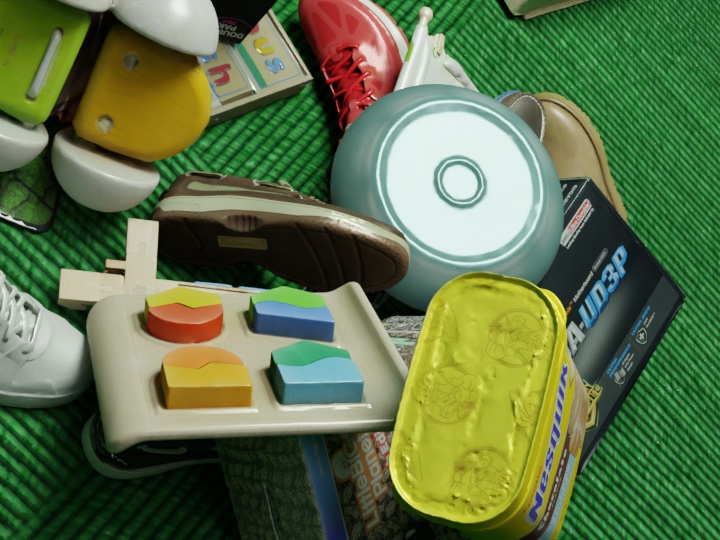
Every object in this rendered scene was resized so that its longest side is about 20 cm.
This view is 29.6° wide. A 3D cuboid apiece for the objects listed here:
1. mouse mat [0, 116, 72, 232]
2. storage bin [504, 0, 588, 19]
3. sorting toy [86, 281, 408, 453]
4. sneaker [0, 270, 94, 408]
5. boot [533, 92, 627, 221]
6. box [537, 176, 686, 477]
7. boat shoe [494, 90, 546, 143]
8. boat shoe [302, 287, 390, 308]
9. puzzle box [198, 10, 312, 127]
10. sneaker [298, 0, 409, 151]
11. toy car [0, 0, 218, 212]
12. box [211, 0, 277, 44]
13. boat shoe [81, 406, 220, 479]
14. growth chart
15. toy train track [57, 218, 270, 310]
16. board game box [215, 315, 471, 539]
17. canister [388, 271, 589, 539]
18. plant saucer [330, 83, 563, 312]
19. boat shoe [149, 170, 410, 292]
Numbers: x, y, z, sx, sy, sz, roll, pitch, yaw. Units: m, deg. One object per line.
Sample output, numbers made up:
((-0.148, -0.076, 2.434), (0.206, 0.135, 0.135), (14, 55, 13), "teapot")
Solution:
((-0.283, -0.137, 1.014), (0.159, 0.008, 0.202), (24, 52, -25), "mouse mat")
((0.197, -0.390, 1.461), (0.197, 0.094, 0.202), (-23, 81, -43), "storage bin")
((-0.076, 0.052, 0.898), (0.197, 0.037, 0.185), (-5, 26, -14), "sorting toy")
((-0.244, 0.021, 0.880), (0.198, 0.115, 0.075), (25, 51, -26), "sneaker")
((0.172, -0.044, 1.246), (0.176, 0.066, 0.200), (55, 45, -18), "boot")
((0.176, 0.048, 1.160), (0.159, 0.046, 0.201), (46, 68, -24), "box")
((0.126, -0.073, 1.167), (0.072, 0.072, 0.202), (32, 65, -24), "boat shoe")
((-0.002, -0.002, 1.106), (0.074, 0.068, 0.199), (48, 47, -4), "boat shoe")
((-0.139, -0.224, 1.160), (0.132, 0.025, 0.201), (-28, 83, -44), "puzzle box")
((0.000, -0.156, 1.180), (0.201, 0.078, 0.115), (49, 35, -2), "sneaker")
((-0.208, -0.156, 0.990), (0.198, 0.177, 0.150), (19, 20, -27), "toy car")
((-0.111, -0.299, 1.068), (0.147, 0.200, 0.126), (16, 57, -30), "box")
((-0.103, 0.097, 0.979), (0.198, 0.060, 0.075), (-7, 68, -39), "boat shoe")
((0.081, -0.109, 1.193), (0.200, 0.018, 0.146), (48, 55, -41), "growth chart")
((-0.123, 0.027, 1.002), (0.197, 0.033, 0.116), (7, 64, -16), "toy train track")
((0.009, 0.139, 0.978), (0.199, 0.096, 0.162), (-24, 104, -42), "board game box")
((0.092, 0.102, 0.880), (0.200, 0.085, 0.151), (49, 54, -66), "canister")
((0.075, -0.065, 1.087), (0.197, 0.036, 0.203), (5, 70, -12), "plant saucer")
((-0.058, -0.040, 1.040), (0.199, 0.075, 0.075), (11, 44, 1), "boat shoe")
